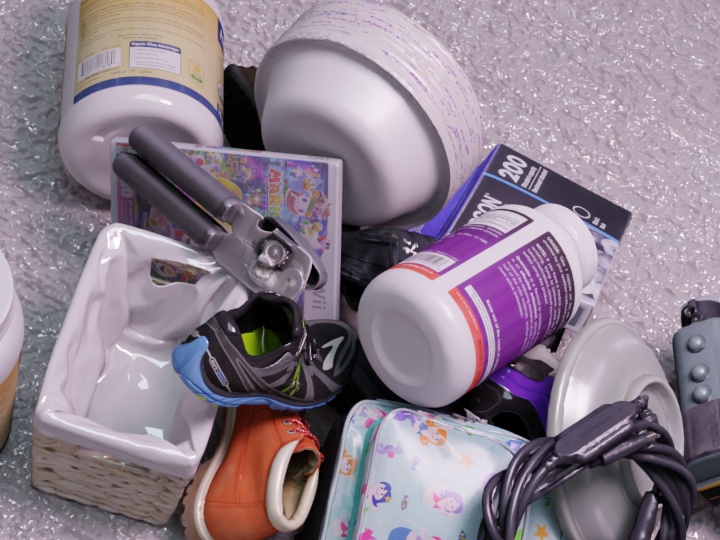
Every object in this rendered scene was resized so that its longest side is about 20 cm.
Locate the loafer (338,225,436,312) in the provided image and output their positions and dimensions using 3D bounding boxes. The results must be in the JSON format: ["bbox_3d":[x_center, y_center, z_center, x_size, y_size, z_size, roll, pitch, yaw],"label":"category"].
[{"bbox_3d":[0.000,0.000,1.613,0.068,0.200,0.071,13,86,-26],"label":"loafer"}]

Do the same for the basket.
[{"bbox_3d":[-0.177,0.086,1.522,0.134,0.124,0.201,17,53,-3],"label":"basket"}]

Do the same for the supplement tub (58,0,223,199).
[{"bbox_3d":[-0.193,-0.177,1.687,0.143,0.145,0.202,6,54,-11],"label":"supplement tub"}]

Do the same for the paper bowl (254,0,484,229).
[{"bbox_3d":[-0.003,-0.119,1.597,0.200,0.201,0.105,33,55,10],"label":"paper bowl"}]

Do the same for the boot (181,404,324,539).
[{"bbox_3d":[-0.062,0.133,1.522,0.075,0.107,0.201,43,48,-32],"label":"boot"}]

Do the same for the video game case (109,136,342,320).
[{"bbox_3d":[-0.113,-0.033,1.587,0.198,0.145,0.018,6,20,13],"label":"video game case"}]

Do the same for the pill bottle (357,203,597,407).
[{"bbox_3d":[0.098,0.020,1.498,0.199,0.113,0.112,-29,66,-39],"label":"pill bottle"}]

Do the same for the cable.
[{"bbox_3d":[0.167,0.195,1.436,0.199,0.164,0.051,-33,30,-23],"label":"cable"}]

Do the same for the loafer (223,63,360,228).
[{"bbox_3d":[-0.057,-0.111,1.740,0.071,0.073,0.201,-29,76,-35],"label":"loafer"}]

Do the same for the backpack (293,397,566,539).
[{"bbox_3d":[0.064,0.199,1.490,0.198,0.150,0.179,17,74,-13],"label":"backpack"}]

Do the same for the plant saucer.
[{"bbox_3d":[0.216,0.138,1.526,0.050,0.201,0.201,-3,41,35],"label":"plant saucer"}]

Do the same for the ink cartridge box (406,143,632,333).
[{"bbox_3d":[0.136,-0.043,1.717,0.199,0.044,0.198,26,32,5],"label":"ink cartridge box"}]

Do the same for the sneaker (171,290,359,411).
[{"bbox_3d":[-0.059,0.060,1.465,0.199,0.083,0.071,2,45,-54],"label":"sneaker"}]

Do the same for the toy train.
[{"bbox_3d":[0.316,0.116,1.637,0.114,0.085,0.201,43,37,-41],"label":"toy train"}]

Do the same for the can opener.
[{"bbox_3d":[-0.112,-0.043,1.542,0.200,0.054,0.067,39,15,20],"label":"can opener"}]

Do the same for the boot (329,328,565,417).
[{"bbox_3d":[0.063,0.061,1.641,0.165,0.066,0.200,45,60,5],"label":"boot"}]

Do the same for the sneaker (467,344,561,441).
[{"bbox_3d":[0.165,0.134,1.606,0.199,0.069,0.100,30,72,-25],"label":"sneaker"}]

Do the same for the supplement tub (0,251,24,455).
[{"bbox_3d":[-0.331,0.068,1.444,0.143,0.201,0.146,8,53,-10],"label":"supplement tub"}]
